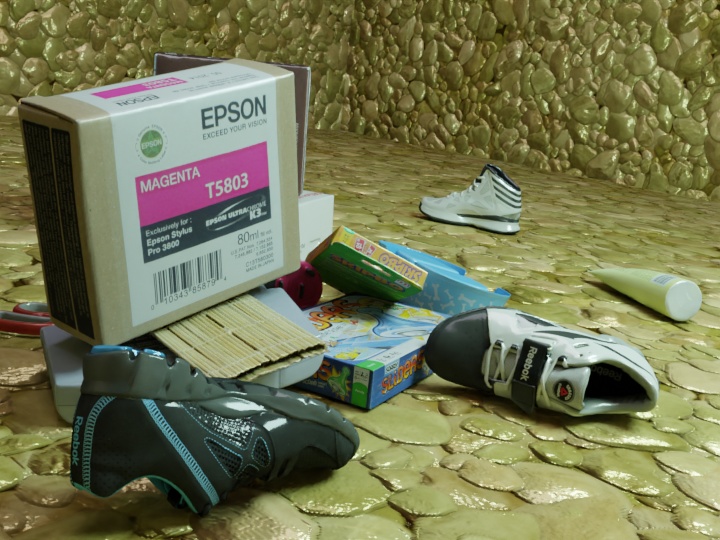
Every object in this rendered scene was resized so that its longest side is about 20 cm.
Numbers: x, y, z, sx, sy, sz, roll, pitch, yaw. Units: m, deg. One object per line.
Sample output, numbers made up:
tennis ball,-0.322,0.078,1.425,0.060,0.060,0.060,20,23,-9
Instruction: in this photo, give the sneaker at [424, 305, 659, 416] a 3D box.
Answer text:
sneaker,0.152,0.079,0.749,0.196,0.075,0.089,6,11,0

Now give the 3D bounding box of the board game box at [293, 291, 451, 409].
board game box,0.000,0.066,0.816,0.134,0.035,0.199,13,15,27

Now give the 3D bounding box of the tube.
tube,0.378,0.021,1.197,0.058,0.052,0.200,46,-1,-15

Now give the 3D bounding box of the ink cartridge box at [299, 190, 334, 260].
ink cartridge box,-0.150,-0.073,1.237,0.197,0.084,0.146,10,13,17

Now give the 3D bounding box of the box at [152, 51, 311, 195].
box,-0.177,-0.196,1.196,0.197,0.167,0.166,2,13,-14

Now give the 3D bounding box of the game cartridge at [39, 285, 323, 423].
game cartridge,-0.135,0.061,0.687,0.197,0.042,0.133,-9,21,-22

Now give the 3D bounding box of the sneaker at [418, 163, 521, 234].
sneaker,0.204,-0.141,1.647,0.198,0.117,0.075,13,14,26

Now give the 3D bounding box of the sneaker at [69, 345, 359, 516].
sneaker,-0.085,0.104,0.545,0.198,0.083,0.073,21,-15,-38

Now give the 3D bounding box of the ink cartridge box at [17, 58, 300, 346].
ink cartridge box,-0.137,-0.056,0.672,0.074,0.167,0.199,20,31,37

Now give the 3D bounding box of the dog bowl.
dog bowl,0.082,0.018,0.995,0.110,0.050,0.200,16,8,-26

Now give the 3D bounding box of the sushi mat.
sushi mat,-0.117,0.035,0.686,0.095,0.012,0.199,-18,29,-33

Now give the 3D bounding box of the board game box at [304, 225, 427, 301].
board game box,0.000,0.000,0.907,0.095,0.030,0.200,28,-10,-8

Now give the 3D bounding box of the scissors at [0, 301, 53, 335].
scissors,-0.235,0.053,0.809,0.197,0.014,0.073,10,10,8

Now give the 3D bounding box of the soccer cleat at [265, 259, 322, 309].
soccer cleat,-0.135,0.010,0.910,0.197,0.071,0.086,-2,15,-32
